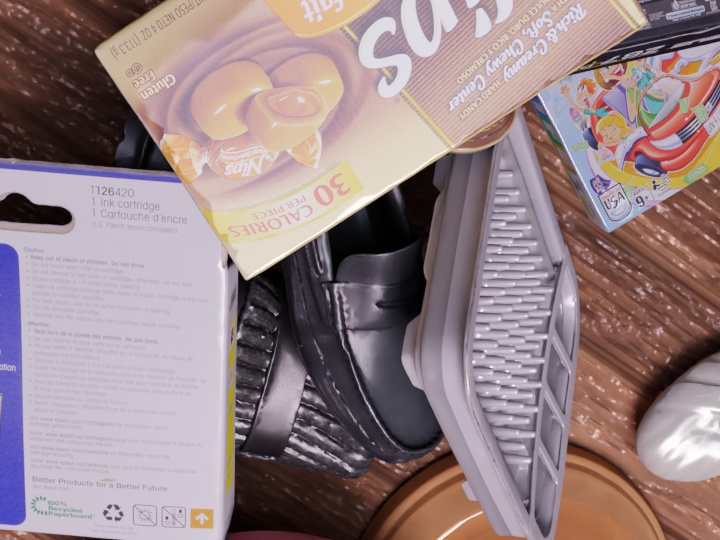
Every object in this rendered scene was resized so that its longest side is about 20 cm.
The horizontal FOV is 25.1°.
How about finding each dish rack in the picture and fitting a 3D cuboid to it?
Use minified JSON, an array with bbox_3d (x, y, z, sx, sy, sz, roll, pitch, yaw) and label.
[{"bbox_3d":[0.067,0.031,0.803,0.043,0.172,0.200,0,147,19],"label":"dish rack"}]

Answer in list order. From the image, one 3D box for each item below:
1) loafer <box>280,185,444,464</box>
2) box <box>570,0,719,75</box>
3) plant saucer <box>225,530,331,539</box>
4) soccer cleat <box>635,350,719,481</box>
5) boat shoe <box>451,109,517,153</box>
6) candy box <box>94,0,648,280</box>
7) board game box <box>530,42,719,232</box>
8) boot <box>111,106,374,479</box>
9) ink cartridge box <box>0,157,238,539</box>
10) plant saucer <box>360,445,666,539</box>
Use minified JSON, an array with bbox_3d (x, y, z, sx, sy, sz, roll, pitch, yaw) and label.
[{"bbox_3d":[0.000,0.000,0.778,0.068,0.070,0.201,-26,101,-37],"label":"loafer"},{"bbox_3d":[0.081,-0.174,0.794,0.199,0.049,0.162,-14,87,-7],"label":"box"},{"bbox_3d":[-0.053,0.201,0.865,0.199,0.051,0.201,-2,137,-2],"label":"plant saucer"},{"bbox_3d":[0.253,0.071,0.911,0.199,0.078,0.070,-20,108,-5],"label":"soccer cleat"},{"bbox_3d":[0.016,-0.149,0.728,0.072,0.068,0.201,-21,85,-5],"label":"boat shoe"},{"bbox_3d":[0.004,-0.099,0.676,0.200,0.055,0.116,-33,101,2],"label":"candy box"},{"bbox_3d":[0.184,-0.129,0.864,0.199,0.034,0.135,-31,108,-1],"label":"board game box"},{"bbox_3d":[-0.055,0.005,0.829,0.157,0.080,0.212,6,115,-6],"label":"boot"},{"bbox_3d":[-0.158,0.034,0.774,0.197,0.047,0.201,5,113,3],"label":"ink cartridge box"},{"bbox_3d":[0.090,0.197,0.936,0.199,0.037,0.201,-3,105,-11],"label":"plant saucer"}]
